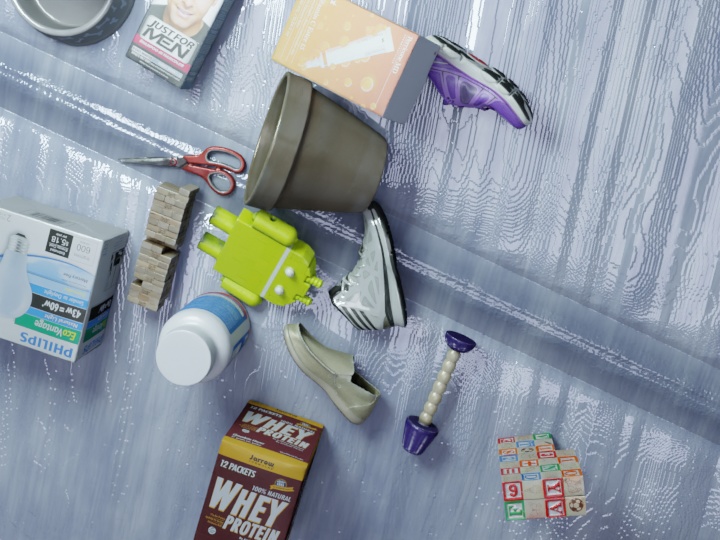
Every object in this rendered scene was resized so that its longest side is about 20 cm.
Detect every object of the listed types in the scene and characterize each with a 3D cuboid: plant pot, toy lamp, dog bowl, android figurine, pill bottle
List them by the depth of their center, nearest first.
[{"bbox_3d":[-0.059,-0.167,1.409,0.172,0.200,0.202,16,102,-14],"label":"plant pot"},{"bbox_3d":[-0.442,-0.442,1.451,0.198,0.059,0.202,1,100,6],"label":"dog bowl"},{"bbox_3d":[-0.240,0.104,1.457,0.111,0.200,0.113,1,100,6],"label":"pill bottle"},{"bbox_3d":[-0.151,-0.015,1.476,0.199,0.041,0.182,32,132,-5],"label":"android figurine"},{"bbox_3d":[0.118,0.194,1.510,0.058,0.058,0.202,21,100,2],"label":"toy lamp"}]

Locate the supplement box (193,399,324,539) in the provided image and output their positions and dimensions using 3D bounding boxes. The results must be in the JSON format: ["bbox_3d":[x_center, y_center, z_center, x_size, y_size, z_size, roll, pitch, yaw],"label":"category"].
[{"bbox_3d":[-0.157,0.339,1.492,0.132,0.197,0.202,18,101,2],"label":"supplement box"}]

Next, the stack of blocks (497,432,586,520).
[{"bbox_3d":[0.267,0.304,1.439,0.114,0.200,0.059,-6,98,7],"label":"stack of blocks"}]

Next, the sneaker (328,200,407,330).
[{"bbox_3d":[0.000,0.000,1.476,0.114,0.076,0.202,-10,102,6],"label":"sneaker"}]

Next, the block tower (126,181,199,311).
[{"bbox_3d":[-0.310,-0.042,1.507,0.057,0.054,0.202,20,105,1],"label":"block tower"}]

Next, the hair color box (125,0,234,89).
[{"bbox_3d":[-0.259,-0.384,1.441,0.098,0.061,0.201,30,101,0],"label":"hair color box"}]

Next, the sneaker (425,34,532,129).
[{"bbox_3d":[0.165,-0.266,1.422,0.199,0.081,0.084,36,115,8],"label":"sneaker"}]

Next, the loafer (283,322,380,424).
[{"bbox_3d":[-0.043,0.150,1.513,0.068,0.076,0.200,-39,104,10],"label":"loafer"}]

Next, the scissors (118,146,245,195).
[{"bbox_3d":[-0.278,-0.175,1.507,0.198,0.014,0.074,18,104,4],"label":"scissors"}]

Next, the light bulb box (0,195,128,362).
[{"bbox_3d":[-0.492,0.011,1.505,0.196,0.125,0.202,17,101,2],"label":"light bulb box"}]

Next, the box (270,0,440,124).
[{"bbox_3d":[-0.007,-0.311,1.380,0.199,0.097,0.125,30,103,19],"label":"box"}]
